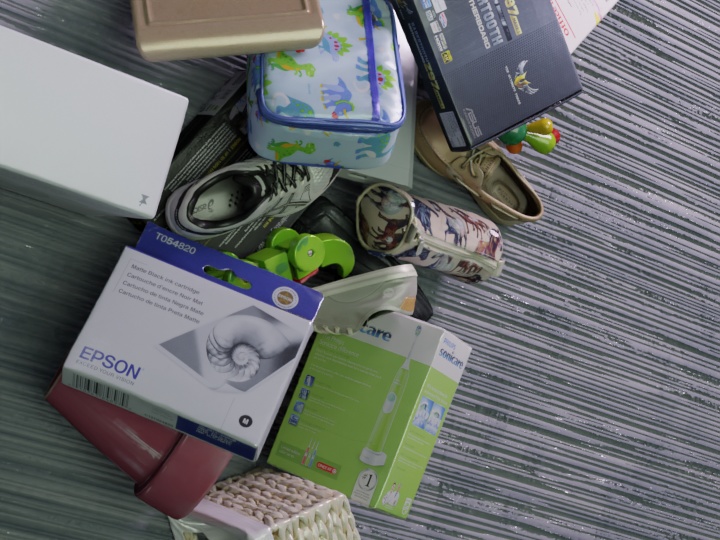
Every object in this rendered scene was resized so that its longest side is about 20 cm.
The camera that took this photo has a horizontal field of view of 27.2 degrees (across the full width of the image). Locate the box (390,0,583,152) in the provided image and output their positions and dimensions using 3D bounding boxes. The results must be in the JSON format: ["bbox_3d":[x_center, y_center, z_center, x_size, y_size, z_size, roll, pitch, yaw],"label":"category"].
[{"bbox_3d":[0.131,-0.246,1.557,0.157,0.051,0.202,-27,103,-23],"label":"box"}]

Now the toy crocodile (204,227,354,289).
[{"bbox_3d":[-0.098,0.002,1.525,0.199,0.067,0.062,-22,110,-29],"label":"toy crocodile"}]

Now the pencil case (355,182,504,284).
[{"bbox_3d":[0.080,-0.036,1.627,0.199,0.090,0.078,16,117,-51],"label":"pencil case"}]

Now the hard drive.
[{"bbox_3d":[0.001,-0.195,1.607,0.131,0.026,0.202,13,70,-28],"label":"hard drive"}]

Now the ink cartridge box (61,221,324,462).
[{"bbox_3d":[-0.151,0.055,1.399,0.198,0.041,0.201,21,56,1],"label":"ink cartridge box"}]

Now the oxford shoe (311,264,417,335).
[{"bbox_3d":[-0.029,0.043,1.563,0.075,0.198,0.058,-6,82,-69],"label":"oxford shoe"}]

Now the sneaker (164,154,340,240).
[{"bbox_3d":[-0.096,-0.082,1.486,0.199,0.088,0.076,-28,98,-14],"label":"sneaker"}]

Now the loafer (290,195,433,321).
[{"bbox_3d":[0.000,0.000,1.638,0.070,0.068,0.200,-47,116,3],"label":"loafer"}]

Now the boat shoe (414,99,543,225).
[{"bbox_3d":[0.134,-0.125,1.694,0.200,0.064,0.072,38,77,-25],"label":"boat shoe"}]

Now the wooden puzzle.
[{"bbox_3d":[-0.141,-0.294,1.482,0.183,0.037,0.202,-6,60,-10],"label":"wooden puzzle"}]

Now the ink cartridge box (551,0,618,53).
[{"bbox_3d":[0.215,-0.314,1.692,0.200,0.067,0.118,-47,114,-36],"label":"ink cartridge box"}]

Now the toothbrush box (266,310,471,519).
[{"bbox_3d":[0.010,0.144,1.595,0.086,0.145,0.202,31,78,-59],"label":"toothbrush box"}]

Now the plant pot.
[{"bbox_3d":[-0.205,0.117,1.474,0.178,0.200,0.201,32,79,-11],"label":"plant pot"}]

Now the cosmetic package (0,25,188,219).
[{"bbox_3d":[-0.297,-0.135,1.389,0.198,0.200,0.124,19,85,-28],"label":"cosmetic package"}]

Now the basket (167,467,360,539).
[{"bbox_3d":[-0.094,0.290,1.537,0.123,0.199,0.137,-23,105,-31],"label":"basket"}]

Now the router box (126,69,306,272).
[{"bbox_3d":[-0.137,-0.088,1.561,0.200,0.051,0.149,-49,115,-16],"label":"router box"}]

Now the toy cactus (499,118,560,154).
[{"bbox_3d":[0.140,-0.189,1.652,0.200,0.102,0.165,48,33,-11],"label":"toy cactus"}]

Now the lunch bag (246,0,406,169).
[{"bbox_3d":[-0.034,-0.200,1.499,0.159,0.083,0.201,6,52,-11],"label":"lunch bag"}]
